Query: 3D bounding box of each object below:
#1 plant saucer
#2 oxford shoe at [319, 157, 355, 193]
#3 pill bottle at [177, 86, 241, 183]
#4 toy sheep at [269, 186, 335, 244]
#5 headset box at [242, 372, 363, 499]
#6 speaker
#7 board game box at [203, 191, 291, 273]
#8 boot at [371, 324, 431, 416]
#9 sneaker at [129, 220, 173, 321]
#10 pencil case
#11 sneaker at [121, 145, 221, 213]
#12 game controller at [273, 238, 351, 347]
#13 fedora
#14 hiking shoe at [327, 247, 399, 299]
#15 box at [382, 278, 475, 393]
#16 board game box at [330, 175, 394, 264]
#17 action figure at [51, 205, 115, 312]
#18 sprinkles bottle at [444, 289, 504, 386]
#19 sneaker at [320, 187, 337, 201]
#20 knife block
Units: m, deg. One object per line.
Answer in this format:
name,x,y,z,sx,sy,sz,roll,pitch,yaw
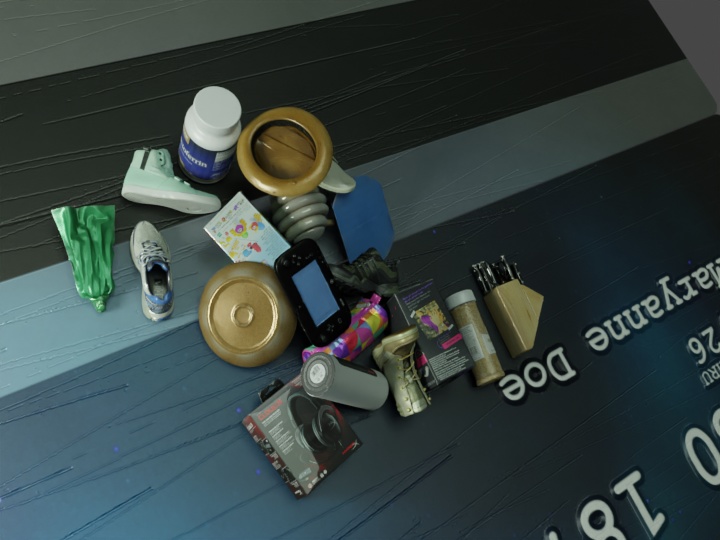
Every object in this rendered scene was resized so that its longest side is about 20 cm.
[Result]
plant saucer,-0.219,0.085,1.399,0.195,0.035,0.205,0,91,6
oxford shoe,-0.090,-0.231,1.538,0.199,0.058,0.075,39,41,17
pill bottle,-0.305,-0.274,1.494,0.113,0.200,0.118,8,63,-17
toy sheep,-0.124,-0.122,1.543,0.136,0.138,0.203,-21,77,-28
headset box,-0.116,0.298,1.385,0.148,0.077,0.201,-34,84,-30
speaker,-0.026,0.214,1.398,0.199,0.080,0.083,28,50,-53
board game box,-0.201,-0.042,1.469,0.105,0.103,0.200,-43,86,-2
boot,0.092,0.200,1.440,0.071,0.200,0.157,-18,75,-21
sneaker,-0.392,-0.012,1.409,0.076,0.085,0.204,-10,71,-25
pencil case,-0.028,0.136,1.488,0.088,0.089,0.200,45,59,3
sneaker,-0.375,-0.190,1.498,0.196,0.074,0.121,11,70,-14
game controller,-0.089,0.043,1.402,0.103,0.042,0.203,-32,109,-20
fedora,-0.148,-0.227,1.471,0.195,0.082,0.205,-1,73,2
hiking shoe,0.000,0.000,1.548,0.197,0.075,0.103,15,71,-37
box,0.132,0.142,1.526,0.104,0.122,0.203,-19,74,-26
board game box,-0.002,-0.105,1.608,0.157,0.038,0.204,-32,113,-40
action figure,-0.507,-0.019,1.385,0.116,0.055,0.204,-8,77,-26
sprinkles bottle,0.248,0.146,1.602,0.067,0.068,0.204,-12,73,-25
sneaker,-0.097,-0.248,1.637,0.198,0.075,0.116,36,62,1
knife block,0.321,0.072,1.667,0.173,0.064,0.203,26,61,-8
